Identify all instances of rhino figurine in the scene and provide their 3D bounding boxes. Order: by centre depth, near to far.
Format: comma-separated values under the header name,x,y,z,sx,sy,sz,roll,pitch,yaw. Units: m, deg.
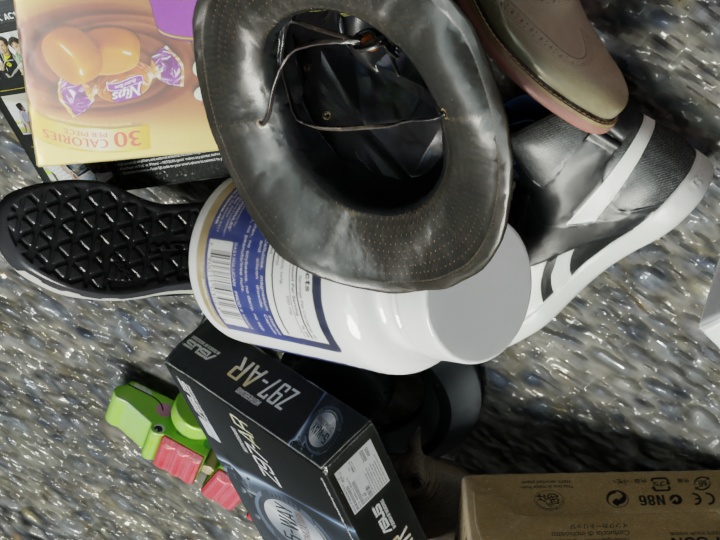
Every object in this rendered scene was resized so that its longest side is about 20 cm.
name,x,y,z,sx,sy,sz,roll,pitch,yaw
rhino figurine,0.048,0.159,1.238,0.087,0.060,0.200,-14,144,27

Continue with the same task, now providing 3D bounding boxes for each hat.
name,x,y,z,sx,sy,sz,roll,pitch,yaw
hat,0.009,-0.090,0.926,0.200,0.081,0.201,17,126,24

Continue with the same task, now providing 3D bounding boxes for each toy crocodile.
name,x,y,z,sx,sy,sz,roll,pitch,yaw
toy crocodile,-0.097,0.144,1.327,0.200,0.062,0.068,30,138,-3

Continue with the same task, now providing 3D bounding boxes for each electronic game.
name,x,y,z,sx,sy,sz,roll,pitch,yaw
electronic game,-0.015,0.071,1.227,0.199,0.042,0.200,9,139,8

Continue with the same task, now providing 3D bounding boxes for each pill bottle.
name,x,y,z,sx,sy,sz,roll,pitch,yaw
pill bottle,0.000,0.000,1.044,0.200,0.111,0.111,9,139,49

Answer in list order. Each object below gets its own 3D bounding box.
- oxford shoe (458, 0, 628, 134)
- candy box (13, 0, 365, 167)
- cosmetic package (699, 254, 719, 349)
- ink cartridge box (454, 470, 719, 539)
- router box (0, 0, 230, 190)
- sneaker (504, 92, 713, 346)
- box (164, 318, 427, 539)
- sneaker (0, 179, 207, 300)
name,x,y,z,sx,sy,sz,roll,pitch,yaw
oxford shoe,0.085,-0.158,0.922,0.074,0.071,0.200,-31,108,28
candy box,-0.082,-0.126,0.980,0.199,0.057,0.117,-5,121,-6
cosmetic package,0.324,0.021,0.949,0.200,0.123,0.199,44,135,-19
ink cartridge box,0.160,0.210,1.206,0.199,0.075,0.165,-1,135,-4
router box,-0.132,-0.123,1.087,0.199,0.051,0.149,-6,127,30
sneaker,0.097,-0.040,1.049,0.112,0.073,0.200,41,128,-11
box,-0.030,0.137,1.154,0.160,0.044,0.200,29,153,40
sneaker,-0.144,-0.010,1.131,0.199,0.072,0.083,6,169,-35
